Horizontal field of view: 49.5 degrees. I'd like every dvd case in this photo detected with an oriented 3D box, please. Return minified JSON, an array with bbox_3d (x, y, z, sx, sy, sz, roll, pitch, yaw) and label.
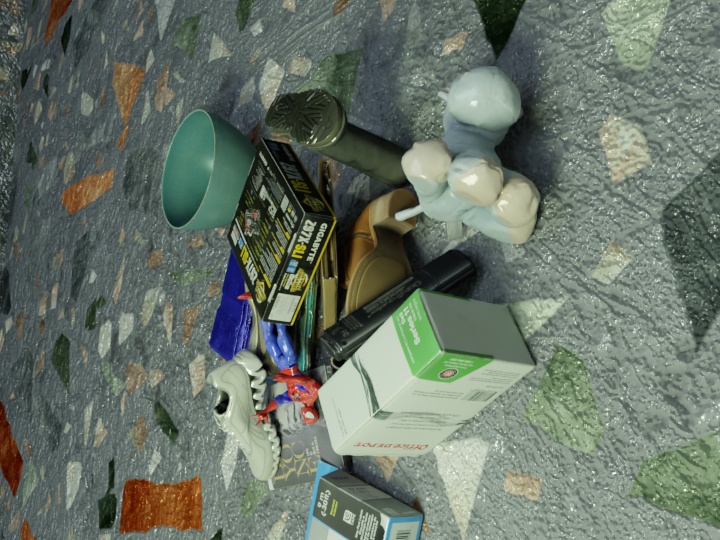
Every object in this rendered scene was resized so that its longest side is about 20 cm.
[{"bbox_3d":[-0.091,0.231,1.125,0.199,0.016,0.150,-27,71,47],"label":"dvd case"}]

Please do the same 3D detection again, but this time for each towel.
[{"bbox_3d":[-0.201,0.051,1.308,0.147,0.049,0.202,20,97,52],"label":"towel"},{"bbox_3d":[-0.115,0.080,1.190,0.146,0.022,0.203,9,96,53],"label":"towel"}]

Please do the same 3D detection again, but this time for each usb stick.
[{"bbox_3d":[0.046,0.038,0.897,0.055,0.199,0.033,38,155,53],"label":"usb stick"}]

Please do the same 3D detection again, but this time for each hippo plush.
[{"bbox_3d":[0.139,-0.129,0.866,0.200,0.158,0.162,82,-149,-76],"label":"hippo plush"}]

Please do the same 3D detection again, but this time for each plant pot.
[{"bbox_3d":[-0.238,-0.159,1.339,0.199,0.134,0.203,-18,67,50],"label":"plant pot"}]

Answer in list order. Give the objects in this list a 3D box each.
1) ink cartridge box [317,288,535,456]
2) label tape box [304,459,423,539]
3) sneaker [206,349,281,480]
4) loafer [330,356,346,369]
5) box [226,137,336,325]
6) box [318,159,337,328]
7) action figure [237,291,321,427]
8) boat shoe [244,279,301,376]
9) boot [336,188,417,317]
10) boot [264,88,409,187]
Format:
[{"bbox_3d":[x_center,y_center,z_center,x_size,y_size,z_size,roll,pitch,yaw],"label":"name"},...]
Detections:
[{"bbox_3d":[0.067,0.120,0.858,0.200,0.146,0.084,-47,47,33],"label":"ink cartridge box"},{"bbox_3d":[-0.023,0.339,0.976,0.199,0.066,0.145,13,92,47],"label":"label tape box"},{"bbox_3d":[-0.170,0.217,1.124,0.075,0.081,0.202,10,116,48],"label":"sneaker"},{"bbox_3d":[0.037,0.093,0.958,0.199,0.063,0.072,-24,95,52],"label":"loafer"},{"bbox_3d":[-0.109,-0.055,1.011,0.200,0.049,0.161,57,133,49],"label":"box"},{"bbox_3d":[-0.045,-0.030,1.056,0.200,0.021,0.165,95,171,-69],"label":"box"},{"bbox_3d":[-0.118,0.125,1.048,0.065,0.099,0.202,-24,93,40],"label":"action figure"},{"bbox_3d":[-0.117,0.055,1.132,0.073,0.074,0.203,4,99,43],"label":"boat shoe"},{"bbox_3d":[0.000,0.000,1.004,0.155,0.076,0.202,-31,43,59],"label":"boot"},{"bbox_3d":[-0.003,-0.153,0.974,0.073,0.199,0.182,-59,34,4],"label":"boot"}]
